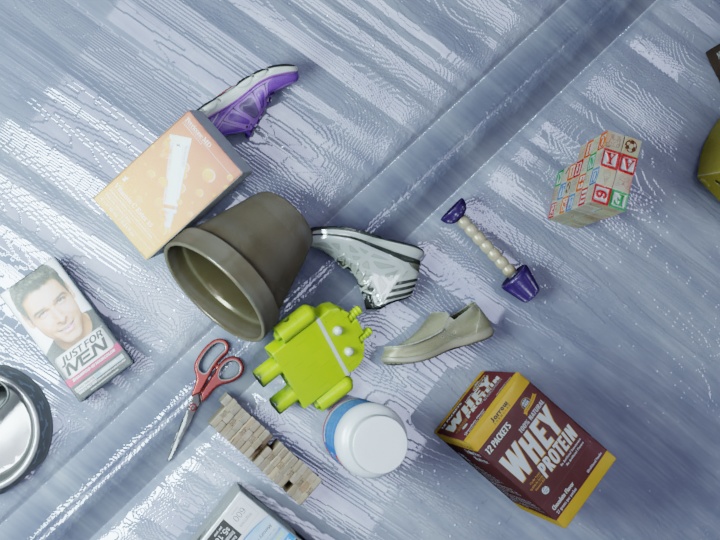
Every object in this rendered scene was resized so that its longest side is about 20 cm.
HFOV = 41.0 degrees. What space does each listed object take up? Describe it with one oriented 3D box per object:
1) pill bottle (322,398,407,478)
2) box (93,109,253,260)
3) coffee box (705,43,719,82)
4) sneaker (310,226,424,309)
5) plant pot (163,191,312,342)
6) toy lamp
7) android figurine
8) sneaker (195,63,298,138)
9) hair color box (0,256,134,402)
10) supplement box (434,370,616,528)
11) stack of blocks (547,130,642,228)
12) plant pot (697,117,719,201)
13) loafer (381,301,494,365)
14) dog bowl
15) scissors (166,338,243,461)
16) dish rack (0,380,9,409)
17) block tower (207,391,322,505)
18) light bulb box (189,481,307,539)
[{"bbox_3d":[0.009,0.254,1.461,0.111,0.200,0.113,1,85,-10],"label":"pill bottle"},{"bbox_3d":[-0.281,-0.130,1.460,0.200,0.097,0.125,-41,94,7],"label":"box"},{"bbox_3d":[0.730,-0.402,1.694,0.199,0.113,0.080,-25,90,-12],"label":"coffee box"},{"bbox_3d":[0.000,0.000,1.543,0.199,0.076,0.116,13,81,-12],"label":"sneaker"},{"bbox_3d":[-0.170,-0.023,1.469,0.200,0.200,0.174,43,63,-5],"label":"plant pot"},{"bbox_3d":[0.217,-0.029,1.597,0.200,0.058,0.058,45,79,-2],"label":"toy lamp"},{"bbox_3d":[-0.069,0.133,1.506,0.199,0.041,0.183,-35,123,-16],"label":"android figurine"},{"bbox_3d":[-0.180,-0.262,1.541,0.199,0.081,0.084,-34,105,-2],"label":"sneaker"},{"bbox_3d":[-0.442,0.089,1.460,0.099,0.061,0.201,-37,92,-11],"label":"hair color box"},{"bbox_3d":[0.250,0.272,1.507,0.200,0.197,0.133,41,79,-4],"label":"supplement box"},{"bbox_3d":[0.375,-0.143,1.562,0.058,0.200,0.116,16,82,-7],"label":"stack of blocks"},{"bbox_3d":[0.696,-0.193,1.640,0.194,0.196,0.200,44,88,-5],"label":"plant pot"},{"bbox_3d":[0.119,0.103,1.562,0.198,0.076,0.069,-16,87,-21],"label":"loafer"},{"bbox_3d":[-0.561,0.239,1.427,0.198,0.059,0.202,1,85,-10],"label":"dog bowl"},{"bbox_3d":[-0.262,0.199,1.511,0.073,0.014,0.200,40,81,-8],"label":"scissors"},{"bbox_3d":[-0.615,0.166,1.366,0.200,0.055,0.154,42,79,-4],"label":"dish rack"},{"bbox_3d":[-0.153,0.277,1.499,0.200,0.054,0.058,45,79,-7],"label":"block tower"},{"bbox_3d":[-0.170,0.463,1.450,0.200,0.125,0.199,40,80,-5],"label":"light bulb box"}]
